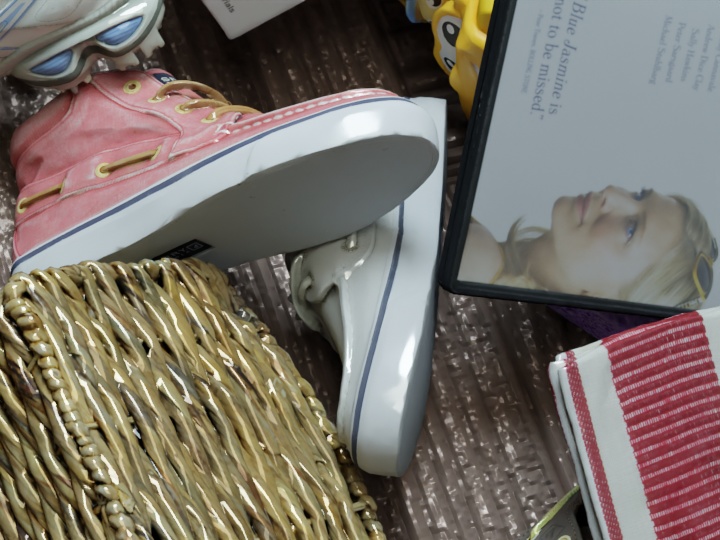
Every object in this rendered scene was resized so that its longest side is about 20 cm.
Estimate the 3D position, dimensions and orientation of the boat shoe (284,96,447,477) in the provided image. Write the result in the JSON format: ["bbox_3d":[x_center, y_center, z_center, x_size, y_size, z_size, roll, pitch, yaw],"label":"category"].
[{"bbox_3d":[0.000,0.000,0.854,0.065,0.072,0.201,3,52,4],"label":"boat shoe"}]

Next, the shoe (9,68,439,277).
[{"bbox_3d":[-0.064,-0.050,0.833,0.200,0.071,0.091,-23,60,24],"label":"shoe"}]

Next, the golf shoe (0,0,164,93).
[{"bbox_3d":[-0.182,-0.097,0.836,0.200,0.097,0.078,-32,41,3],"label":"golf shoe"}]

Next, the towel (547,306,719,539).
[{"bbox_3d":[0.171,0.080,0.820,0.199,0.023,0.145,-14,88,-30],"label":"towel"}]

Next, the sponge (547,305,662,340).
[{"bbox_3d":[0.195,0.022,0.914,0.200,0.030,0.112,33,65,4],"label":"sponge"}]

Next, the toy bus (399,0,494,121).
[{"bbox_3d":[0.070,-0.160,0.927,0.192,0.136,0.200,27,66,17],"label":"toy bus"}]

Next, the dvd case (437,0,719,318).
[{"bbox_3d":[0.137,-0.049,0.842,0.199,0.018,0.143,7,102,-22],"label":"dvd case"}]

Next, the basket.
[{"bbox_3d":[-0.090,0.113,0.803,0.142,0.149,0.200,-6,62,-51],"label":"basket"}]

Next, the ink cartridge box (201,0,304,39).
[{"bbox_3d":[-0.001,-0.212,0.873,0.200,0.084,0.146,-27,46,10],"label":"ink cartridge box"}]

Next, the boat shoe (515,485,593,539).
[{"bbox_3d":[0.096,0.122,0.818,0.200,0.060,0.072,-32,64,-30],"label":"boat shoe"}]
